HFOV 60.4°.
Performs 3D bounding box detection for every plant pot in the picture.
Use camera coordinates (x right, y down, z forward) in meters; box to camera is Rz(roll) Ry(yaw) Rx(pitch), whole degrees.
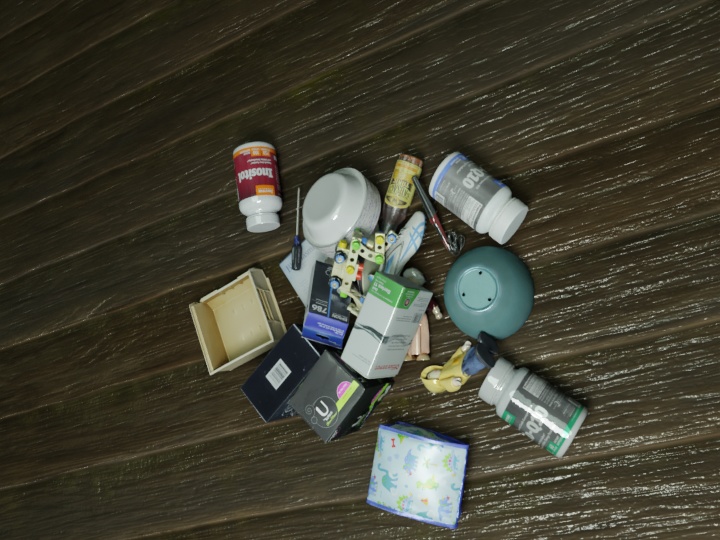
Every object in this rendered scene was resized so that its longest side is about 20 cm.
[{"bbox_3d":[0.258,0.044,1.295,0.194,0.134,0.207,-2,83,22],"label":"plant pot"}]

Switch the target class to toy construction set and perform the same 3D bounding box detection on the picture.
[{"bbox_3d":[0.000,0.000,1.346,0.127,0.092,0.206,12,103,-4],"label":"toy construction set"}]

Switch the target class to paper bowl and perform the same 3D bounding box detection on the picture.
[{"bbox_3d":[-0.056,-0.140,1.426,0.197,0.104,0.206,-21,55,32],"label":"paper bowl"}]

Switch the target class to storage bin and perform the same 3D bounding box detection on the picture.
[{"bbox_3d":[-0.305,0.124,1.548,0.197,0.093,0.203,-28,75,18],"label":"storage bin"}]

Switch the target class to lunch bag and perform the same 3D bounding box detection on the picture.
[{"bbox_3d":[0.129,0.430,1.315,0.195,0.126,0.176,7,87,33],"label":"lunch bag"}]

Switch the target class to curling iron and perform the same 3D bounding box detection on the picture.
[{"bbox_3d":[0.172,-0.125,1.388,0.049,0.025,0.203,-34,84,30],"label":"curling iron"}]

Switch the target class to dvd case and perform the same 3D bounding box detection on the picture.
[{"bbox_3d":[-0.101,0.016,1.513,0.142,0.017,0.202,-40,71,15],"label":"dvd case"}]

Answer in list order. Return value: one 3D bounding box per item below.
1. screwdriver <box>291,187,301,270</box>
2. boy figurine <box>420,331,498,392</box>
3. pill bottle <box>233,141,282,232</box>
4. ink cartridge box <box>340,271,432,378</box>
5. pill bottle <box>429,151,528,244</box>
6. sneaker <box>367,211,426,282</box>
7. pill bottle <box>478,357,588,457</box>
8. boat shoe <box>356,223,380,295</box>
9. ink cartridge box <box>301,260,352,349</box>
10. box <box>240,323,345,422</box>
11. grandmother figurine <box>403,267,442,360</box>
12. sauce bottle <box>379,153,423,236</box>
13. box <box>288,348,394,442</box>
[{"bbox_3d":[-0.159,-0.103,1.523,0.028,0.028,0.207,-2,86,-7],"label":"screwdriver"},{"bbox_3d":[0.207,0.203,1.319,0.064,0.125,0.199,40,136,-11],"label":"boy figurine"},{"bbox_3d":[-0.254,-0.207,1.550,0.110,0.112,0.207,-13,80,21],"label":"pill bottle"},{"bbox_3d":[0.057,0.117,1.314,0.082,0.145,0.205,27,98,30],"label":"ink cartridge box"},{"bbox_3d":[0.253,-0.154,1.329,0.199,0.113,0.115,40,99,21],"label":"pill bottle"},{"bbox_3d":[0.086,-0.049,1.395,0.071,0.072,0.203,31,86,-17],"label":"sneaker"},{"bbox_3d":[0.344,0.271,1.247,0.197,0.113,0.115,32,97,23],"label":"pill bottle"},{"bbox_3d":[0.009,-0.029,1.444,0.061,0.070,0.207,-10,77,40],"label":"boat shoe"},{"bbox_3d":[-0.071,0.072,1.382,0.040,0.097,0.204,121,160,-44],"label":"ink cartridge box"},{"bbox_3d":[-0.142,0.231,1.420,0.104,0.181,0.201,44,102,19],"label":"box"},{"bbox_3d":[0.125,0.097,1.389,0.117,0.060,0.207,-5,85,12],"label":"grandmother figurine"},{"bbox_3d":[0.088,-0.163,1.427,0.064,0.066,0.206,17,91,23],"label":"sauce bottle"},{"bbox_3d":[-0.037,0.268,1.361,0.124,0.199,0.150,40,99,21],"label":"box"}]
